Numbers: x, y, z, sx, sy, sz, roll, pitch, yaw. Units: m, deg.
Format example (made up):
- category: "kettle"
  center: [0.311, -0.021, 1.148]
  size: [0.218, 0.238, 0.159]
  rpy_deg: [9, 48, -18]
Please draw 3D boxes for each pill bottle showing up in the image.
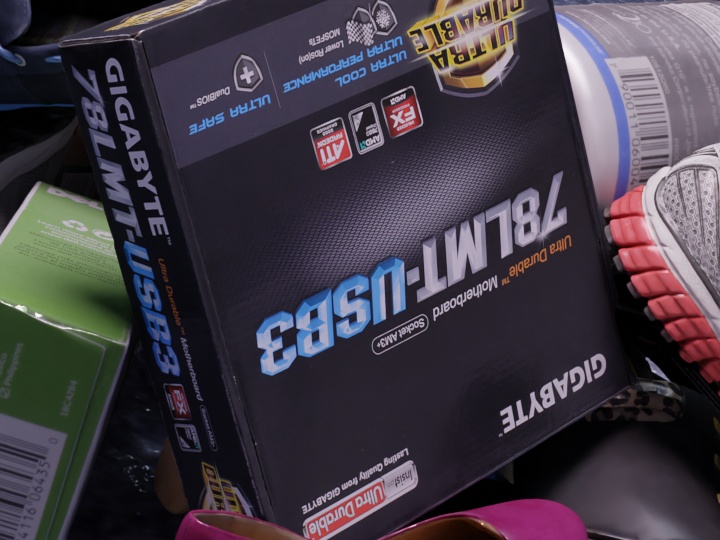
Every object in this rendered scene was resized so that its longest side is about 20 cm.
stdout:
- category: "pill bottle"
  center: [0.120, -0.057, 1.097]
  size: [0.200, 0.114, 0.114]
  rpy_deg: [-7, 31, -45]

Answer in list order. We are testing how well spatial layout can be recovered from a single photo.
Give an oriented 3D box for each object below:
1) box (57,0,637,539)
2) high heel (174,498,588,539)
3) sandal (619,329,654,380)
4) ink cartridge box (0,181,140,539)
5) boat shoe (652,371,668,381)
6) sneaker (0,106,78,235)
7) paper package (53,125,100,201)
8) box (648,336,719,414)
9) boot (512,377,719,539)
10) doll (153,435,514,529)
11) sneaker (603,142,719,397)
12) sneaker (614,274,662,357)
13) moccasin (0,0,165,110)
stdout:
- category: "box"
  center: [0.004, -0.015, 0.924]
  size: [0.200, 0.199, 0.050]
  rpy_deg: [-25, 16, -40]
- category: "high heel"
  center: [0.013, 0.093, 0.849]
  size: [0.067, 0.096, 0.200]
  rpy_deg: [18, 29, 33]
- category: "sandal"
  center: [0.072, 0.049, 1.175]
  size: [0.054, 0.082, 0.200]
  rpy_deg: [-12, 28, -24]
- category: "ink cartridge box"
  center: [-0.116, 0.033, 0.966]
  size: [0.059, 0.104, 0.200]
  rpy_deg: [19, 17, -3]
- category: "boat shoe"
  center: [0.175, 0.082, 1.207]
  size: [0.074, 0.063, 0.201]
  rpy_deg: [-1, 24, -42]
- category: "sneaker"
  center: [-0.165, -0.020, 1.020]
  size: [0.074, 0.079, 0.200]
  rpy_deg: [17, 44, 6]
- category: "paper package"
  center: [-0.234, -0.063, 1.141]
  size: [0.200, 0.104, 0.190]
  rpy_deg: [1, 26, -48]
- category: "box"
  center: [0.239, 0.051, 1.059]
  size: [0.086, 0.164, 0.200]
  rpy_deg: [-29, 70, -34]
- category: "boot"
  center: [0.141, 0.117, 0.987]
  size: [0.199, 0.073, 0.151]
  rpy_deg: [11, 34, -3]
- category: "doll"
  center: [0.018, 0.093, 1.021]
  size: [0.200, 0.049, 0.136]
  rpy_deg: [5, 30, -47]
- category: "sneaker"
  center: [0.178, 0.037, 0.970]
  size: [0.200, 0.082, 0.078]
  rpy_deg: [53, 16, 1]
- category: "sneaker"
  center: [0.130, 0.010, 1.206]
  size: [0.200, 0.088, 0.076]
  rpy_deg: [19, 56, -25]
- category: "moccasin"
  center: [-0.117, -0.106, 0.989]
  size: [0.199, 0.068, 0.081]
  rpy_deg: [4, 58, 13]
